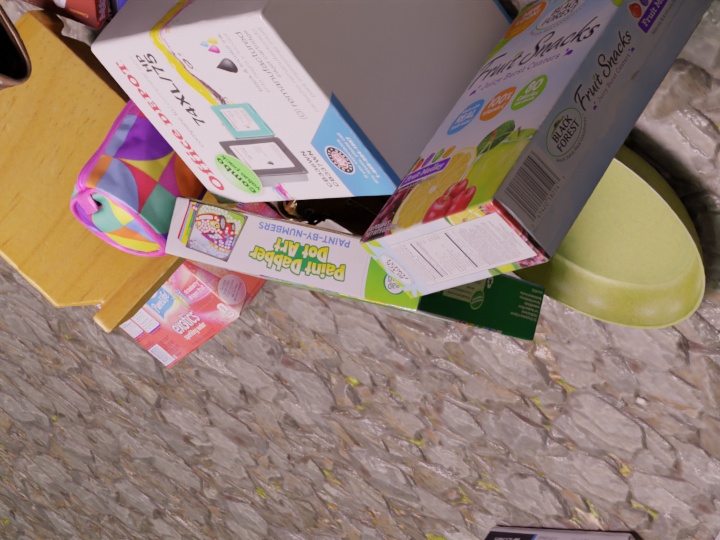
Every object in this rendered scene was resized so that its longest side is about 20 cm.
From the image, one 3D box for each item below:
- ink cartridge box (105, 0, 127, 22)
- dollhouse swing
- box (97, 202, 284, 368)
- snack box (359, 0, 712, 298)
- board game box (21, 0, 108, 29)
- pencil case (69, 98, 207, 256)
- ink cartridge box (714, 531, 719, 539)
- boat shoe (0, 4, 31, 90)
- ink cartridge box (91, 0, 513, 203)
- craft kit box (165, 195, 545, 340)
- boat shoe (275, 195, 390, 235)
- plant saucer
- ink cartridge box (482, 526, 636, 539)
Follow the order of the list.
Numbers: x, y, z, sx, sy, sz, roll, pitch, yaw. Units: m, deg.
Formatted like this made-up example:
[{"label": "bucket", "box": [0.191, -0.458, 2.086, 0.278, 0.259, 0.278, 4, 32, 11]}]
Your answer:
[{"label": "ink cartridge box", "box": [-0.211, -0.237, 1.444, 0.199, 0.037, 0.095, 28, 152, 14]}, {"label": "dollhouse swing", "box": [-0.207, -0.070, 1.487, 0.200, 0.182, 0.176, 43, 169, 0]}, {"label": "box", "box": [-0.145, -0.003, 1.676, 0.102, 0.095, 0.200, 40, 154, -7]}, {"label": "snack box", "box": [0.098, -0.083, 1.123, 0.053, 0.201, 0.142, 44, 153, -18]}, {"label": "board game box", "box": [-0.274, -0.245, 1.418, 0.198, 0.020, 0.103, 21, 147, 13]}, {"label": "pencil case", "box": [-0.125, -0.108, 1.374, 0.088, 0.201, 0.089, 23, 158, 10]}, {"label": "ink cartridge box", "box": [0.308, 0.246, 1.469, 0.083, 0.146, 0.201, 25, 152, 27]}, {"label": "boat shoe", "box": [-0.263, -0.181, 1.194, 0.072, 0.073, 0.200, 9, 155, 34]}, {"label": "ink cartridge box", "box": [-0.037, -0.145, 1.250, 0.199, 0.146, 0.147, -1, 135, 53]}, {"label": "craft kit box", "box": [0.000, 0.000, 1.360, 0.196, 0.049, 0.200, 16, 180, 29]}, {"label": "boat shoe", "box": [-0.036, -0.062, 1.473, 0.199, 0.068, 0.072, 38, 153, -5]}, {"label": "plant saucer", "box": [0.148, -0.039, 1.329, 0.199, 0.031, 0.201, 28, 152, 16]}, {"label": "ink cartridge box", "box": [0.228, 0.311, 1.795, 0.200, 0.047, 0.197, 50, 150, -20]}]
